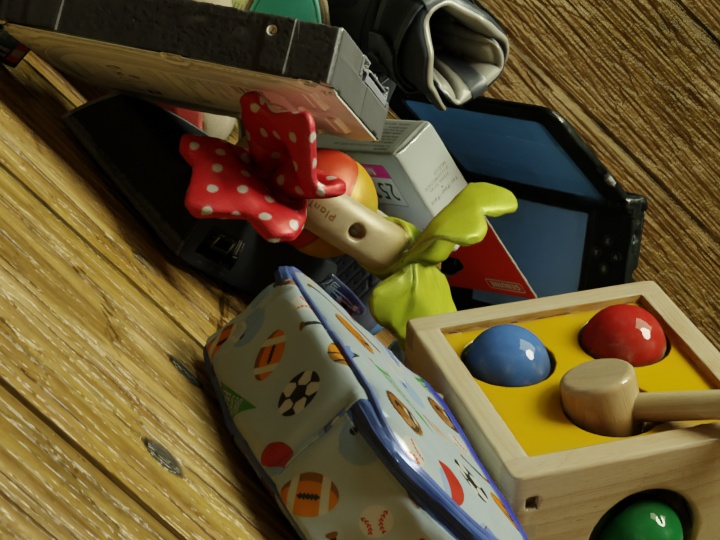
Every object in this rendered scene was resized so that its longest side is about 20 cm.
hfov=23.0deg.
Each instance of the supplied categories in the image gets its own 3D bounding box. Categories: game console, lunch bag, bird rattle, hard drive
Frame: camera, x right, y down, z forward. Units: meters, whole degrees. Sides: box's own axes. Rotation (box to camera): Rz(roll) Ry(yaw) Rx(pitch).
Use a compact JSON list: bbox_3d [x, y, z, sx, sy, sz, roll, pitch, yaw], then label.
[{"bbox_3d":[0.102,-0.040,1.321,0.116,0.178,0.199,1,10,-39],"label":"game console"},{"bbox_3d":[0.010,0.090,0.838,0.160,0.076,0.200,42,9,-30],"label":"lunch bag"},{"bbox_3d":[-0.023,-0.030,1.021,0.198,0.114,0.163,21,5,-22],"label":"bird rattle"},{"bbox_3d":[-0.090,-0.041,1.093,0.135,0.042,0.200,48,9,24],"label":"hard drive"},{"bbox_3d":[-0.091,-0.120,1.013,0.198,0.038,0.140,11,-6,13],"label":"hard drive"}]

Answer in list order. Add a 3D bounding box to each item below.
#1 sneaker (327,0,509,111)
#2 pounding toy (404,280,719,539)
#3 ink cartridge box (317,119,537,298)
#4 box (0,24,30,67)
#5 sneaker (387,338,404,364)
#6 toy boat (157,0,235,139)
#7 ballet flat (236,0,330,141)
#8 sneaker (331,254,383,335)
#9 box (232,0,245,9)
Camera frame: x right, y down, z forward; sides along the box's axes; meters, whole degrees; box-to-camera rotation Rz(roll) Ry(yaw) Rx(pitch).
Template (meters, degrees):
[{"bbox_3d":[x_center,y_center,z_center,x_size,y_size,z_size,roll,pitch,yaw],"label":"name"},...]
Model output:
[{"bbox_3d":[0.031,-0.142,1.222,0.146,0.077,0.203,40,-19,24],"label":"sneaker"},{"bbox_3d":[0.141,0.087,0.946,0.200,0.182,0.143,-124,-150,-55],"label":"pounding toy"},{"bbox_3d":[0.019,-0.039,1.344,0.199,0.044,0.174,9,-41,53],"label":"ink cartridge box"},{"bbox_3d":[-0.278,-0.209,1.016,0.200,0.038,0.136,47,8,17],"label":"box"},{"bbox_3d":[0.097,0.107,1.128,0.200,0.086,0.078,48,8,19],"label":"sneaker"},{"bbox_3d":[-0.156,-0.172,1.171,0.131,0.129,0.202,-123,-153,-58],"label":"toy boat"},{"bbox_3d":[-0.057,-0.119,1.220,0.067,0.202,0.062,9,25,2],"label":"ballet flat"},{"bbox_3d":[0.000,0.000,1.237,0.082,0.074,0.200,49,10,-25],"label":"sneaker"},{"bbox_3d":[-0.120,-0.180,1.310,0.198,0.076,0.050,22,8,-1],"label":"box"}]
